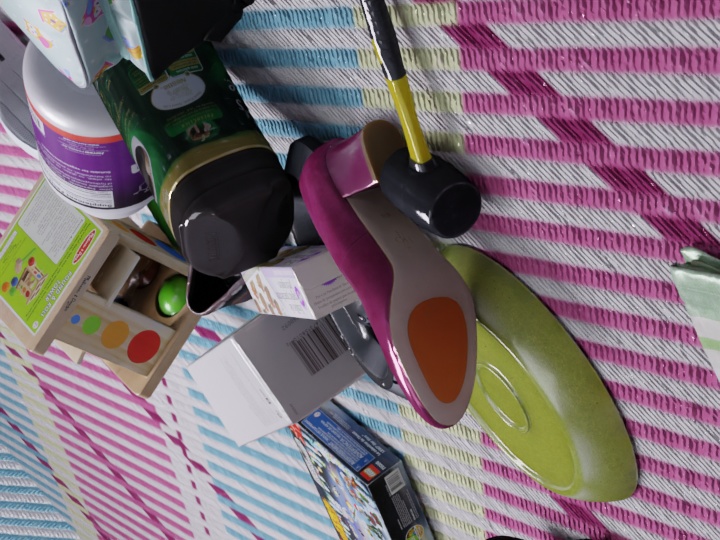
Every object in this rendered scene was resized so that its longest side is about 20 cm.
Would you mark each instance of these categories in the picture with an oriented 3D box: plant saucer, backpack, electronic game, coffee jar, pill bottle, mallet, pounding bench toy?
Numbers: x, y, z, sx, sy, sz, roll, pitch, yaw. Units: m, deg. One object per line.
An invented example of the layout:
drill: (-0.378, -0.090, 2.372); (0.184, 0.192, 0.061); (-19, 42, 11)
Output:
plant saucer: (0.101, 0.074, 1.521); (0.200, 0.031, 0.200); (49, 163, 21)
backpack: (-0.180, -0.230, 1.496); (0.200, 0.153, 0.176); (54, 170, 26)
electronic game: (0.000, 0.000, 1.617); (0.200, 0.042, 0.200); (59, 167, 22)
coffee jar: (-0.118, -0.096, 1.630); (0.104, 0.085, 0.200); (88, 156, -59)
pill bottle: (-0.198, -0.117, 1.829); (0.112, 0.112, 0.200); (49, 163, 17)
mallet: (0.017, -0.112, 1.386); (0.066, 0.041, 0.200); (32, 148, 57)
pounding bench toy: (-0.203, -0.015, 2.051); (0.156, 0.200, 0.124); (26, -170, -43)

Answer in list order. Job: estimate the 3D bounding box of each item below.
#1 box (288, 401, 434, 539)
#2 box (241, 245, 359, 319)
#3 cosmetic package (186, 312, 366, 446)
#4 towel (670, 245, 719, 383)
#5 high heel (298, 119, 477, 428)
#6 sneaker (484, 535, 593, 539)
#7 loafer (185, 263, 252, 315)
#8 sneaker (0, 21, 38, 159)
box: (0.010, 0.206, 2.018); (0.137, 0.040, 0.200); (38, 157, 47)
box: (-0.042, 0.007, 1.615); (0.039, 0.041, 0.200); (65, 169, -6)
cosmetic package: (-0.055, 0.068, 1.810); (0.085, 0.108, 0.200); (55, 162, -2)
towel: (0.236, 0.082, 1.180); (0.200, 0.023, 0.153); (62, 162, -20)
high heel: (0.011, 0.010, 1.483); (0.096, 0.067, 0.200); (-31, 77, 55)
sneaker: (0.148, 0.212, 1.629); (0.200, 0.076, 0.088); (28, 135, 49)
loafer: (-0.104, -0.011, 1.861); (0.072, 0.063, 0.200); (50, 163, 12)
sneaker: (-0.295, -0.154, 2.121); (0.200, 0.073, 0.071); (52, 175, 40)
